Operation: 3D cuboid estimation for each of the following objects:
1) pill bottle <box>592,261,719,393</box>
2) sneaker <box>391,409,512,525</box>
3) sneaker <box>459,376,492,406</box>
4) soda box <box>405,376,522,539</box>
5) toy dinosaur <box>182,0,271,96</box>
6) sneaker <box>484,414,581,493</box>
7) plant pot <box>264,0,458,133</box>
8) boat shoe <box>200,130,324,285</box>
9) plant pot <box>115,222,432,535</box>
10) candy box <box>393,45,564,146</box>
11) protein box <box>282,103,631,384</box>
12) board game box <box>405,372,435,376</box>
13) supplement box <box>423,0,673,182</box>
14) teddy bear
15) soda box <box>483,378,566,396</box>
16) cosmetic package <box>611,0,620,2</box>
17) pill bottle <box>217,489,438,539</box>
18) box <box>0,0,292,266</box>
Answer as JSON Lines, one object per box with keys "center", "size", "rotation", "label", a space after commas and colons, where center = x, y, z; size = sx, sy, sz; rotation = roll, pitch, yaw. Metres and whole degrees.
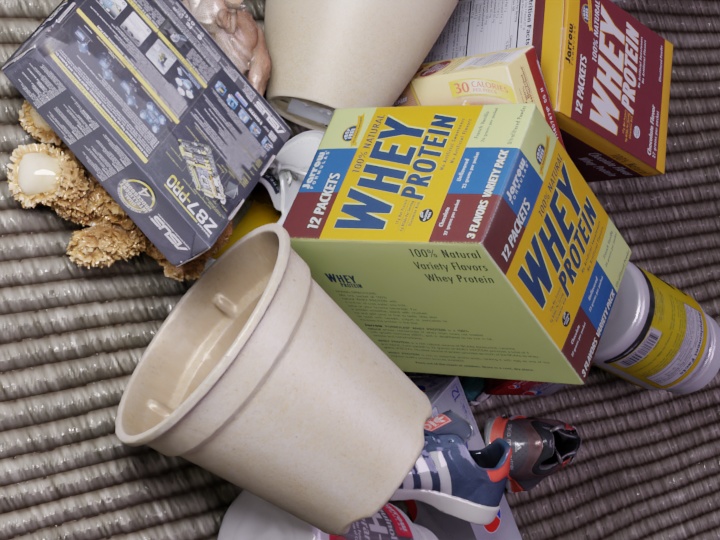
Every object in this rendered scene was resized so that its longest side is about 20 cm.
{"center": [0.297, 0.062, 2.094], "size": [0.200, 0.114, 0.115], "rotation": [25, 66, -49], "label": "pill bottle"}
{"center": [0.046, 0.155, 1.721], "size": [0.200, 0.075, 0.085], "rotation": [18, 99, -33], "label": "sneaker"}
{"center": [0.109, 0.034, 1.902], "size": [0.080, 0.077, 0.200], "rotation": [22, 62, -29], "label": "sneaker"}
{"center": [0.081, 0.197, 1.830], "size": [0.063, 0.068, 0.200], "rotation": [-45, 121, -45], "label": "soda box"}
{"center": [-0.107, -0.192, 1.624], "size": [0.136, 0.086, 0.200], "rotation": [-68, 150, -58], "label": "toy dinosaur"}
{"center": [0.177, 0.177, 1.918], "size": [0.200, 0.082, 0.077], "rotation": [10, 77, -73], "label": "sneaker"}
{"center": [-0.007, -0.222, 1.694], "size": [0.187, 0.187, 0.200], "rotation": [29, 74, -47], "label": "plant pot"}
{"center": [-0.076, -0.063, 1.637], "size": [0.202, 0.074, 0.086], "rotation": [-53, 155, -34], "label": "boat shoe"}
{"center": [-0.053, 0.098, 1.512], "size": [0.183, 0.200, 0.201], "rotation": [37, 54, -18], "label": "plant pot"}
{"center": [0.075, -0.124, 1.751], "size": [0.055, 0.200, 0.116], "rotation": [-37, 115, -47], "label": "candy box"}
{"center": [0.079, -0.021, 1.611], "size": [0.200, 0.198, 0.135], "rotation": [50, 53, -43], "label": "protein box"}
{"center": [0.094, -0.005, 1.817], "size": [0.028, 0.135, 0.201], "rotation": [21, 70, -53], "label": "board game box"}
{"center": [0.157, -0.170, 1.865], "size": [0.197, 0.200, 0.133], "rotation": [23, 68, -49], "label": "supplement box"}
{"center": [-0.189, -0.066, 1.522], "size": [0.200, 0.067, 0.145], "rotation": [7, 71, -46], "label": "teddy bear"}
{"center": [0.149, 0.014, 1.852], "size": [0.070, 0.063, 0.201], "rotation": [3, 70, -23], "label": "soda box"}
{"center": [0.233, -0.379, 1.991], "size": [0.123, 0.200, 0.200], "rotation": [17, 73, -51], "label": "cosmetic package"}
{"center": [-0.018, 0.241, 1.660], "size": [0.200, 0.111, 0.111], "rotation": [20, 70, -50], "label": "pill bottle"}
{"center": [-0.156, -0.127, 1.497], "size": [0.200, 0.049, 0.161], "rotation": [49, 39, -18], "label": "box"}
